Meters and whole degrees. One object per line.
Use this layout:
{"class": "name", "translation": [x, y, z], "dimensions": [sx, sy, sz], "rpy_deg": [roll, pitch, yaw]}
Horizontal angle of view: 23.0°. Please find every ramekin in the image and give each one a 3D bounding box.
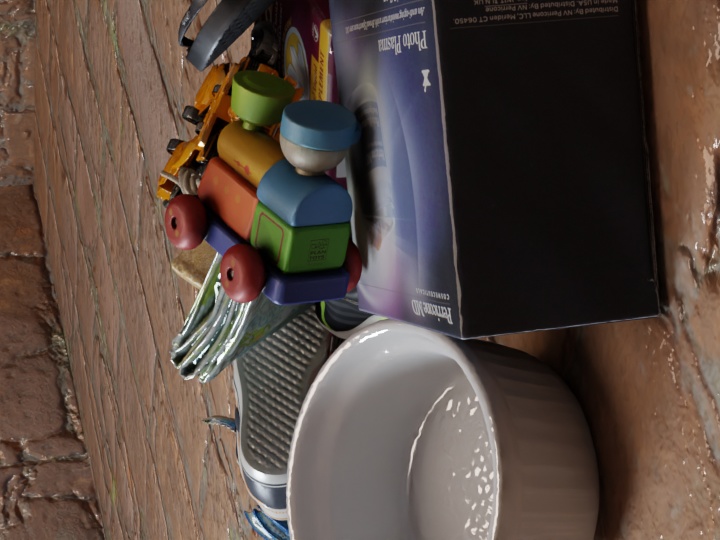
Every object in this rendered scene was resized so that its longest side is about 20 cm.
{"class": "ramekin", "translation": [0.051, 0.132, 1.070], "dimensions": [0.200, 0.098, 0.201], "rpy_deg": [-12, 74, 50]}

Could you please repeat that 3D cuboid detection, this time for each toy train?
{"class": "toy train", "translation": [-0.071, -0.069, 1.065], "dimensions": [0.200, 0.085, 0.116], "rpy_deg": [40, 126, 46]}

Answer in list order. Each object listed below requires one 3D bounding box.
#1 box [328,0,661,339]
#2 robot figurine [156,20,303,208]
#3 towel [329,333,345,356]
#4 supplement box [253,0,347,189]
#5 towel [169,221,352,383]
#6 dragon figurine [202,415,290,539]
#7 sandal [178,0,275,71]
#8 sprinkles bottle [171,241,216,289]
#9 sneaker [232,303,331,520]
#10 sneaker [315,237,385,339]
{"class": "box", "translation": [0.069, -0.071, 0.997], "dimensions": [0.200, 0.123, 0.199], "rpy_deg": [-170, 73, -74]}
{"class": "robot figurine", "translation": [-0.092, -0.097, 1.240], "dimensions": [0.145, 0.058, 0.200], "rpy_deg": [-67, 14, -8]}
{"class": "towel", "translation": [-0.013, 0.104, 1.432], "dimensions": [0.200, 0.023, 0.144], "rpy_deg": [-85, -3, -61]}
{"class": "supplement box", "translation": [-0.004, -0.158, 1.251], "dimensions": [0.200, 0.103, 0.131], "rpy_deg": [-118, 25, -54]}
{"class": "towel", "translation": [-0.052, -0.016, 1.316], "dimensions": [0.048, 0.200, 0.171], "rpy_deg": [38, 131, 9]}
{"class": "dragon figurine", "translation": [-0.061, 0.203, 1.524], "dimensions": [0.100, 0.200, 0.059], "rpy_deg": [-61, 7, -21]}
{"class": "sandal", "translation": [-0.102, -0.175, 1.224], "dimensions": [0.043, 0.076, 0.200], "rpy_deg": [46, 173, -8]}
{"class": "sprinkles bottle", "translation": [-0.073, -0.071, 1.407], "dimensions": [0.200, 0.068, 0.068], "rpy_deg": [-59, 21, 1]}
{"class": "sneaker", "translation": [-0.063, 0.104, 1.394], "dimensions": [0.079, 0.078, 0.200], "rpy_deg": [88, -174, -46]}
{"class": "sneaker", "translation": [0.000, 0.000, 1.304], "dimensions": [0.072, 0.083, 0.200], "rpy_deg": [-60, 16, -17]}
